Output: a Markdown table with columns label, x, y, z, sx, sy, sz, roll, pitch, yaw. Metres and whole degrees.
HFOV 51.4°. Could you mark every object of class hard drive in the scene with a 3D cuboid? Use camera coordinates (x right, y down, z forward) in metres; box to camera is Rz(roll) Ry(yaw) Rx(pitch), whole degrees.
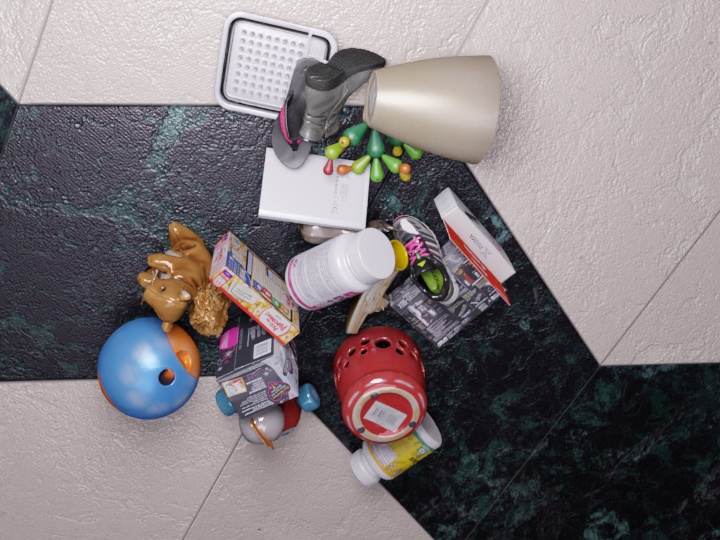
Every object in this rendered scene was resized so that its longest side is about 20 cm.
| label | x | y | z | sx | sy | sz | roll | pitch | yaw |
| --- | --- | --- | --- | --- | --- | --- | --- | --- | --- |
| hard drive | -0.085 | -0.151 | 1.404 | 0.198 | 0.027 | 0.133 | 7 | 77 | -10 |

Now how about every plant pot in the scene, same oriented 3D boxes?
| label | x | y | z | sx | sy | sz | roll | pitch | yaw |
| --- | --- | --- | --- | --- | --- | --- | --- | --- | --- |
| plant pot | 0.114 | -0.287 | 1.296 | 0.198 | 0.188 | 0.189 | 3 | 117 | -11 |
| plant pot | 0.046 | 0.246 | 1.581 | 0.199 | 0.183 | 0.202 | -3 | 116 | -6 |

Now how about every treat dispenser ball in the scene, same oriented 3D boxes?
| label | x | y | z | sx | sy | sz | roll | pitch | yaw |
| --- | --- | --- | --- | --- | --- | --- | --- | --- | --- |
| treat dispenser ball | -0.421 | 0.195 | 1.494 | 0.199 | 0.201 | 0.202 | -2 | 118 | -4 |

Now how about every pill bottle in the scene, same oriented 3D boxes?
| label | x | y | z | sx | sy | sz | roll | pitch | yaw |
| --- | --- | --- | --- | --- | --- | --- | --- | --- | --- |
| pill bottle | 0.076 | 0.403 | 1.703 | 0.200 | 0.113 | 0.113 | -38 | 115 | 13 |
| pill bottle | -0.038 | -0.003 | 1.392 | 0.199 | 0.114 | 0.113 | -22 | 123 | 43 |

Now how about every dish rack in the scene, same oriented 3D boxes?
| label | x | y | z | sx | sy | sz | roll | pitch | yaw |
| --- | --- | --- | --- | --- | --- | --- | --- | --- | --- |
| dish rack | -0.150 | -0.357 | 1.322 | 0.198 | 0.044 | 0.173 | 10 | 117 | -11 |

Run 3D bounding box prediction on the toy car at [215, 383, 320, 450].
| label | x | y | z | sx | sy | sz | roll | pitch | yaw |
| --- | --- | --- | --- | --- | --- | --- | --- | --- | --- |
| toy car | -0.197 | 0.315 | 1.580 | 0.183 | 0.200 | 0.177 | -28 | 117 | 10 |

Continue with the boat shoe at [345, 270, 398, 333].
| label | x | y | z | sx | sy | sz | roll | pitch | yaw |
| --- | --- | --- | --- | --- | --- | --- | --- | --- | --- |
| boat shoe | 0.029 | 0.052 | 1.536 | 0.069 | 0.074 | 0.201 | 21 | 113 | -9 |

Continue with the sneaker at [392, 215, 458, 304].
| label | x | y | z | sx | sy | sz | roll | pitch | yaw |
| --- | --- | --- | --- | --- | --- | --- | --- | --- | --- |
| sneaker | 0.123 | -0.021 | 1.465 | 0.073 | 0.087 | 0.201 | -30 | 85 | 17 |

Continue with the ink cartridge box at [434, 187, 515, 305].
| label | x | y | z | sx | sy | sz | roll | pitch | yaw |
| --- | --- | --- | --- | --- | --- | --- | --- | --- | --- |
| ink cartridge box | 0.228 | -0.049 | 1.445 | 0.043 | 0.174 | 0.200 | -39 | 115 | 14 |

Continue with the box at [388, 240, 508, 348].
| label | x | y | z | sx | sy | sz | roll | pitch | yaw |
| --- | --- | --- | --- | --- | --- | --- | --- | --- | --- |
| box | 0.181 | 0.047 | 1.561 | 0.158 | 0.050 | 0.200 | 40 | 107 | -22 |

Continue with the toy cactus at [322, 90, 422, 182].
| label | x | y | z | sx | sy | sz | roll | pitch | yaw |
| --- | --- | --- | --- | --- | --- | --- | --- | --- | --- |
| toy cactus | 0.026 | -0.244 | 1.367 | 0.198 | 0.102 | 0.167 | -3 | 100 | -14 |

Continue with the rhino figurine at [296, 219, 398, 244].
| label | x | y | z | sx | sy | sz | roll | pitch | yaw |
| --- | --- | --- | --- | --- | --- | --- | --- | --- | --- |
| rhino figurine | -0.025 | -0.081 | 1.453 | 0.198 | 0.088 | 0.060 | 3 | 118 | -7 |

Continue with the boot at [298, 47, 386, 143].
| label | x | y | z | sx | sy | sz | roll | pitch | yaw |
| --- | --- | --- | --- | --- | --- | --- | --- | --- | --- |
| boot | -0.038 | -0.306 | 1.309 | 0.068 | 0.200 | 0.131 | 33 | 134 | 23 |

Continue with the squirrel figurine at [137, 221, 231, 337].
| label | x | y | z | sx | sy | sz | roll | pitch | yaw |
| --- | --- | --- | --- | --- | --- | --- | --- | --- | --- |
| squirrel figurine | -0.327 | 0.039 | 1.430 | 0.199 | 0.187 | 0.142 | 33 | 110 | -20 |

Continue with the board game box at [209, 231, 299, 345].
| label | x | y | z | sx | sy | sz | roll | pitch | yaw |
| --- | --- | --- | --- | --- | --- | --- | --- | --- | --- |
| board game box | -0.202 | 0.033 | 1.460 | 0.046 | 0.152 | 0.200 | -39 | 114 | 14 |

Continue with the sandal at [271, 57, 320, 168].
| label | x | y | z | sx | sy | sz | roll | pitch | yaw |
| --- | --- | --- | --- | --- | --- | --- | --- | --- | --- |
| sandal | -0.110 | -0.273 | 1.320 | 0.074 | 0.045 | 0.201 | 11 | 117 | -12 |

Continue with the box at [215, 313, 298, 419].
| label | x | y | z | sx | sy | sz | roll | pitch | yaw |
| --- | --- | --- | --- | --- | --- | --- | --- | --- | --- |
| box | -0.202 | 0.177 | 1.507 | 0.131 | 0.200 | 0.115 | -23 | 119 | 7 |

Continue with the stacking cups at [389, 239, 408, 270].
| label | x | y | z | sx | sy | sz | roll | pitch | yaw |
| --- | --- | --- | --- | --- | --- | --- | --- | --- | --- |
| stacking cups | 0.000 | 0.000 | 1.467 | 0.199 | 0.061 | 0.061 | -22 | 121 | 38 |
